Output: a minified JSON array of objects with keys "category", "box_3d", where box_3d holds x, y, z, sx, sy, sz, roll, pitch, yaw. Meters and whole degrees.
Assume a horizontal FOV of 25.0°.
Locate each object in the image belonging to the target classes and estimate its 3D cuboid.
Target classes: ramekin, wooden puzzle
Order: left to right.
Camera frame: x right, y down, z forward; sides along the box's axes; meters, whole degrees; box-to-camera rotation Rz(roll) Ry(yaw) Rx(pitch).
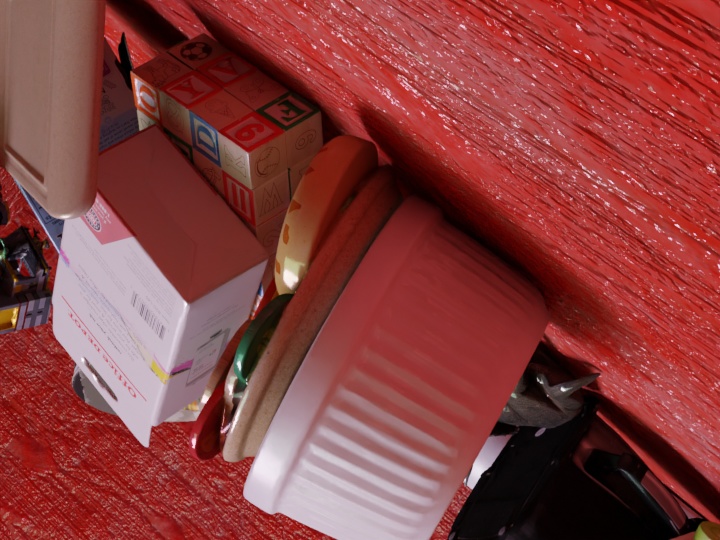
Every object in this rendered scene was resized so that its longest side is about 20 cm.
[{"category":"wooden puzzle","box_3d":[-0.185,-0.139,0.960,0.037,0.187,0.200,-2,-167,-26]},{"category":"ramekin","box_3d":[0.026,0.068,0.929,0.105,0.201,0.200,29,173,5]}]

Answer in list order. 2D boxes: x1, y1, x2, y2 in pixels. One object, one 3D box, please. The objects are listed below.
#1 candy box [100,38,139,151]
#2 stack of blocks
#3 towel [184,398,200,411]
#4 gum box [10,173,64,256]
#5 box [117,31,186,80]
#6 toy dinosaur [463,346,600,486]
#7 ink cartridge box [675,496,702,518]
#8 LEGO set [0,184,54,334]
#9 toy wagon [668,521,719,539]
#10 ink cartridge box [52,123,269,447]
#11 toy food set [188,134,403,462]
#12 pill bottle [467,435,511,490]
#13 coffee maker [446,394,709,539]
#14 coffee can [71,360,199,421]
[{"category":"candy box","box_3d":[-0.208,-0.146,1.158,0.201,0.061,0.136,59,173,2]},{"category":"stack of blocks","box_3d":[-0.079,-0.034,1.035,0.115,0.058,0.201,35,144,34]},{"category":"towel","box_3d":[-0.067,0.094,1.175,0.198,0.018,0.086,8,156,10]},{"category":"gum box","box_3d":[-0.253,-0.117,1.158,0.201,0.044,0.170,63,170,-17]},{"category":"box","box_3d":[-0.109,-0.086,1.162,0.201,0.048,0.117,56,172,-8]},{"category":"toy dinosaur","box_3d":[0.107,0.077,1.118,0.102,0.077,0.199,39,144,-26]},{"category":"ink cartridge box","box_3d":[0.161,0.237,1.294,0.145,0.200,0.083,39,171,11]},{"category":"LEGO set","box_3d":[-0.273,-0.046,1.126,0.200,0.115,0.155,47,136,37]},{"category":"toy wagon","box_3d":[0.248,0.254,1.065,0.199,0.156,0.040,23,-162,-12]},{"category":"ink cartridge box","box_3d":[-0.134,0.016,1.038,0.117,0.067,0.200,49,148,16]},{"category":"toy food set","box_3d":[-0.036,0.023,0.932,0.048,0.199,0.200,29,176,4]},{"category":"pill bottle","box_3d":[0.042,0.080,1.303,0.200,0.112,0.112,40,175,6]},{"category":"coffee maker","box_3d":[0.166,0.220,1.147,0.200,0.192,0.135,42,179,-10]},{"category":"coffee can","box_3d":[-0.148,-0.001,1.275,0.145,0.201,0.147,-1,154,-1]}]
